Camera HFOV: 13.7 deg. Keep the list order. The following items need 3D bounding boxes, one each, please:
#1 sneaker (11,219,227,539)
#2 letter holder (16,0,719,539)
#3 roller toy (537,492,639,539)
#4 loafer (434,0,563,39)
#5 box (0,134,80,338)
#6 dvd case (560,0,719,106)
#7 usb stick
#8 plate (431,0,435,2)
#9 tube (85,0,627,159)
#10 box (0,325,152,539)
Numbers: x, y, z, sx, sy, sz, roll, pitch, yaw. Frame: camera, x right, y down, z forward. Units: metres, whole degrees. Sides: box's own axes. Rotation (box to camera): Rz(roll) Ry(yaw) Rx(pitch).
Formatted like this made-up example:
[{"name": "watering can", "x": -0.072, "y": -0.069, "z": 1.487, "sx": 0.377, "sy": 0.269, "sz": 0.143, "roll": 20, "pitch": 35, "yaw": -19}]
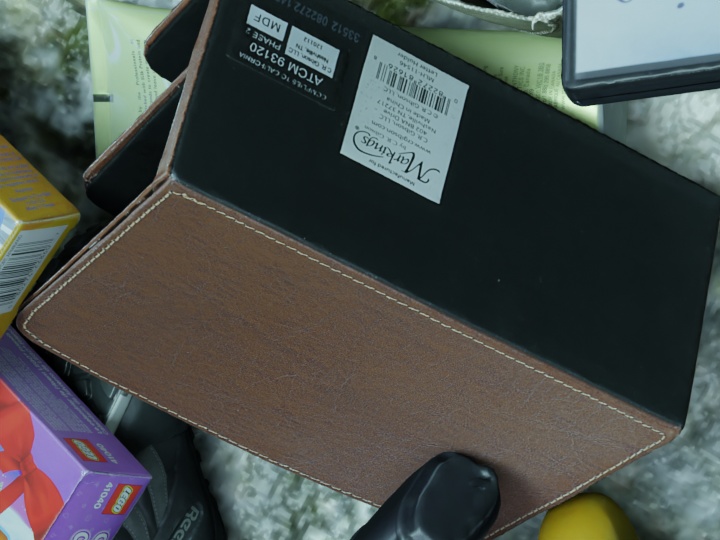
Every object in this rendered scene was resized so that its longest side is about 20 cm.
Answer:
[{"name": "sneaker", "x": -0.090, "y": 0.082, "z": 1.128, "sx": 0.076, "sy": 0.088, "sz": 0.200, "roll": 7, "pitch": 84, "yaw": 46}, {"name": "letter holder", "x": 0.000, "y": 0.000, "z": 1.042, "sx": 0.200, "sy": 0.101, "sz": 0.142, "roll": 26, "pitch": 145, "yaw": -19}, {"name": "roller toy", "x": 0.092, "y": 0.194, "z": 1.046, "sx": 0.140, "sy": 0.200, "sz": 0.182, "roll": -20, "pitch": 115, "yaw": 14}, {"name": "loafer", "x": 0.006, "y": -0.140, "z": 1.022, "sx": 0.200, "sy": 0.070, "sz": 0.075, "roll": 25, "pitch": 105, "yaw": 6}, {"name": "box", "x": -0.200, "y": -0.039, "z": 1.036, "sx": 0.200, "sy": 0.041, "sz": 0.119, "roll": 43, "pitch": 114, "yaw": 16}, {"name": "dvd case", "x": 0.134, "y": -0.153, "z": 0.959, "sx": 0.143, "sy": 0.018, "sz": 0.200, "roll": -7, "pitch": 67, "yaw": 21}, {"name": "usb stick", "x": -0.013, "y": 0.130, "z": 1.080, "sx": 0.033, "sy": 0.055, "sz": 0.200, "roll": 38, "pitch": 134, "yaw": -3}, {"name": "plate", "x": -0.001, "y": -0.207, "z": 1.064, "sx": 0.200, "sy": 0.032, "sz": 0.200, "roll": 16, "pitch": 104, "yaw": 9}, {"name": "tube", "x": -0.004, "y": -0.062, "z": 1.088, "sx": 0.200, "sy": 0.052, "sz": 0.058, "roll": 0, "pitch": 63, "yaw": 15}, {"name": "box", "x": -0.179, "y": 0.068, "z": 1.106, "sx": 0.200, "sy": 0.039, "sz": 0.137, "roll": 44, "pitch": 109, "yaw": 32}]
